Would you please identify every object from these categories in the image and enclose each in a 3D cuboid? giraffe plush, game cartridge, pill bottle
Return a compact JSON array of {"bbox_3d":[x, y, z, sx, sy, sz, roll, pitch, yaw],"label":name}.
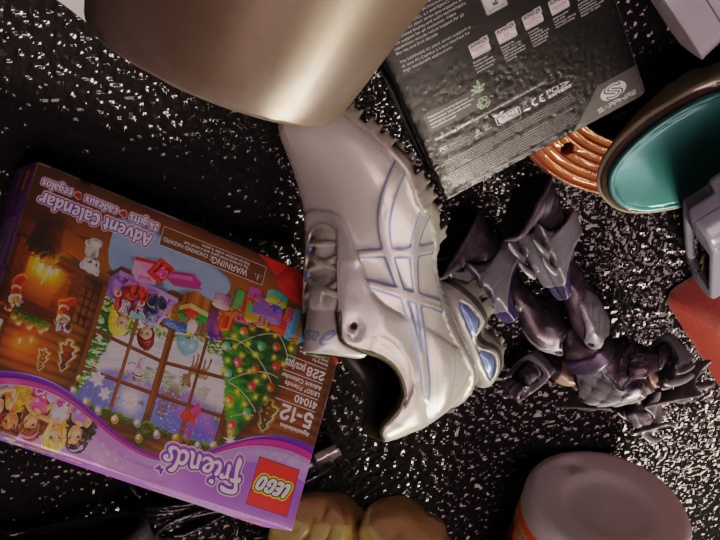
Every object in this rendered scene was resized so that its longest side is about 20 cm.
[{"bbox_3d":[0.008,0.240,1.130,0.201,0.172,0.162,-53,161,5],"label":"giraffe plush"},{"bbox_3d":[0.244,-0.043,1.000,0.133,0.041,0.200,-35,166,4],"label":"game cartridge"},{"bbox_3d":[0.137,0.230,1.186,0.113,0.115,0.202,2,125,-20],"label":"pill bottle"}]

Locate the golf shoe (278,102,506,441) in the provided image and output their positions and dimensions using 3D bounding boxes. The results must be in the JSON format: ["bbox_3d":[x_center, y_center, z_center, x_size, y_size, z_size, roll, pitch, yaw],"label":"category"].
[{"bbox_3d":[0.000,0.000,0.947,0.097,0.078,0.201,-40,110,-26],"label":"golf shoe"}]

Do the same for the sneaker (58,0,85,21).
[{"bbox_3d":[-0.096,-0.151,0.814,0.199,0.074,0.082,29,116,-35],"label":"sneaker"}]

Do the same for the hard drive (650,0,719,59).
[{"bbox_3d":[0.215,-0.217,0.902,0.200,0.027,0.132,-45,137,3],"label":"hard drive"}]

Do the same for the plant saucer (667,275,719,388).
[{"bbox_3d":[0.322,0.031,1.154,0.199,0.037,0.200,-33,130,7],"label":"plant saucer"}]

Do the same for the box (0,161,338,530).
[{"bbox_3d":[-0.108,0.044,0.947,0.199,0.039,0.138,22,76,-27],"label":"box"}]

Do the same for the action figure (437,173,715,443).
[{"bbox_3d":[0.126,0.039,1.056,0.129,0.070,0.200,-18,126,36],"label":"action figure"}]

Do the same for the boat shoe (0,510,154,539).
[{"bbox_3d":[-0.215,0.176,1.048,0.198,0.070,0.067,-4,116,-6],"label":"boat shoe"}]

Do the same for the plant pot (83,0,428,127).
[{"bbox_3d":[-0.032,-0.162,0.727,0.198,0.200,0.175,15,109,-28],"label":"plant pot"}]

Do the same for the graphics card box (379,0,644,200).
[{"bbox_3d":[0.058,-0.143,0.891,0.125,0.051,0.201,-29,130,-1],"label":"graphics card box"}]

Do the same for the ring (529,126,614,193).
[{"bbox_3d":[0.169,-0.130,0.989,0.198,0.019,0.202,-10,128,-13],"label":"ring"}]

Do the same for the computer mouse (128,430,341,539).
[{"bbox_3d":[-0.096,0.084,1.033,0.137,0.053,0.201,-23,130,-1],"label":"computer mouse"}]

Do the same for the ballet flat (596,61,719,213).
[{"bbox_3d":[0.216,-0.095,0.979,0.198,0.070,0.070,-25,130,5],"label":"ballet flat"}]
